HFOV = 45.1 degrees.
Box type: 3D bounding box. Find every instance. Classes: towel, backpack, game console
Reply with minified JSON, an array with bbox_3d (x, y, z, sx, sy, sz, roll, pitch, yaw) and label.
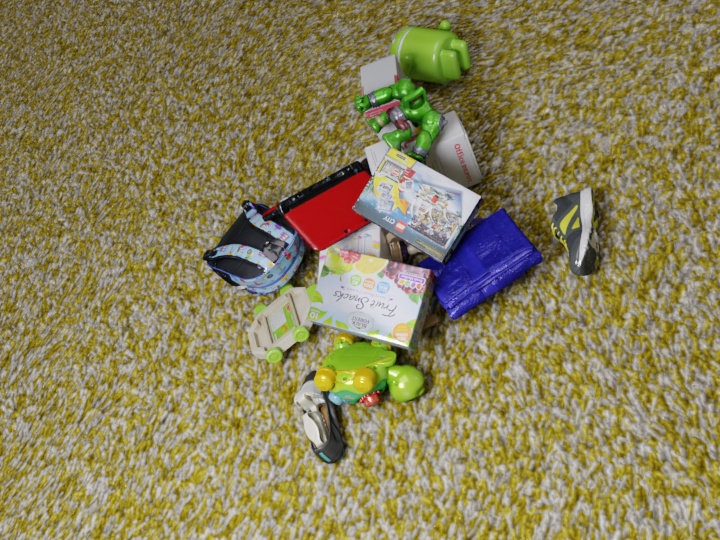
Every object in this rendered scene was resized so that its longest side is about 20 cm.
[{"bbox_3d":[0.211,-0.018,1.566,0.199,0.050,0.148,-33,51,1],"label":"towel"},{"bbox_3d":[-0.192,-0.035,1.768,0.199,0.135,0.183,19,67,46],"label":"backpack"},{"bbox_3d":[-0.064,-0.115,1.684,0.199,0.119,0.172,-31,5,-25],"label":"game console"}]

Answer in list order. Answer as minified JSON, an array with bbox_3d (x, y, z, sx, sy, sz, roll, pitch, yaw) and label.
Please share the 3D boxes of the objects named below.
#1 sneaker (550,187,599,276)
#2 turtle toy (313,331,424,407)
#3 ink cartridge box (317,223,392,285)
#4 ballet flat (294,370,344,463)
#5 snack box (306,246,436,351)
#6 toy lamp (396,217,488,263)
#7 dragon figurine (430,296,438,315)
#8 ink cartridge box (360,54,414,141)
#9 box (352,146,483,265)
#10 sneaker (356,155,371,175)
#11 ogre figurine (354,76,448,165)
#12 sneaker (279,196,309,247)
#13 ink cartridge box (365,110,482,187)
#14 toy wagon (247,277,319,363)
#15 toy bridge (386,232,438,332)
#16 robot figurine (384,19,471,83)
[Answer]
[{"bbox_3d":[0.391,-0.065,1.591,0.084,0.075,0.201,-9,43,26],"label":"sneaker"},{"bbox_3d":[0.017,0.187,1.548,0.199,0.102,0.146,0,32,22],"label":"turtle toy"},{"bbox_3d":[0.000,0.000,1.681,0.128,0.125,0.201,-11,51,17],"label":"ink cartridge box"},{"bbox_3d":[-0.078,0.252,1.560,0.068,0.068,0.201,-40,45,18],"label":"ballet flat"},{"bbox_3d":[0.020,0.049,1.542,0.199,0.053,0.143,13,81,21],"label":"snack box"},{"bbox_3d":[0.166,-0.060,1.686,0.199,0.058,0.058,-14,51,7],"label":"toy lamp"},{"bbox_3d":[0.204,0.009,1.622,0.099,0.059,0.200,16,63,34],"label":"dragon figurine"},{"bbox_3d":[0.077,-0.329,1.843,0.083,0.200,0.146,-17,50,16],"label":"ink cartridge box"},{"bbox_3d":[0.103,-0.119,1.578,0.199,0.038,0.137,32,90,18],"label":"box"},{"bbox_3d":[-0.017,-0.195,1.866,0.200,0.073,0.085,-33,16,-25],"label":"sneaker"},{"bbox_3d":[0.085,-0.291,1.665,0.120,0.098,0.200,-38,45,3],"label":"ogre figurine"},{"bbox_3d":[-0.111,-0.096,1.841,0.199,0.080,0.087,21,87,45],"label":"sneaker"},{"bbox_3d":[0.129,-0.213,1.758,0.199,0.145,0.084,-22,48,8],"label":"ink cartridge box"},{"bbox_3d":[-0.137,0.090,1.702,0.200,0.040,0.155,-38,36,10],"label":"toy wagon"},{"bbox_3d":[0.092,0.024,1.639,0.027,0.067,0.201,-16,75,-19],"label":"toy bridge"},{"bbox_3d":[0.152,-0.494,1.984,0.199,0.116,0.176,21,57,36],"label":"robot figurine"}]
